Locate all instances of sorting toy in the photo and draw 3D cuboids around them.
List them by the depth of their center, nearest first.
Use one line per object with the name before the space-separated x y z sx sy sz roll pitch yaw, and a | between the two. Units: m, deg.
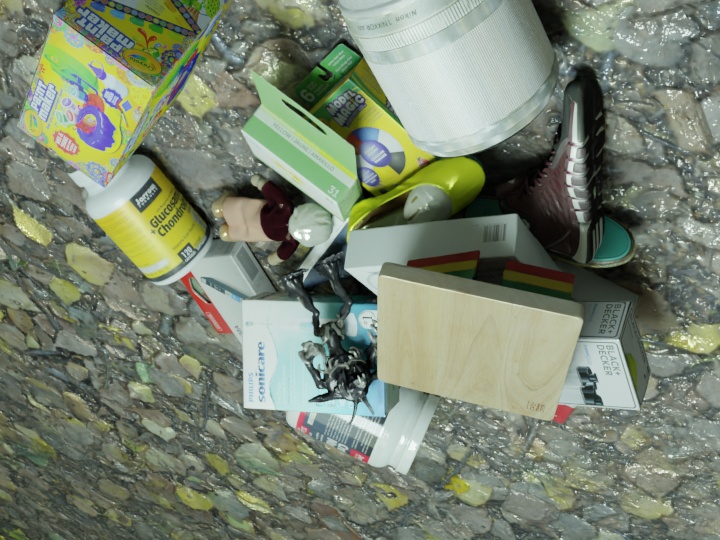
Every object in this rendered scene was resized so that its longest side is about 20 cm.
sorting toy | 0.120 0.057 1.027 0.197 0.070 0.201 12 145 9

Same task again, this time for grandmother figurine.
grandmother figurine | -0.111 -0.066 1.262 0.199 0.060 0.122 11 131 45

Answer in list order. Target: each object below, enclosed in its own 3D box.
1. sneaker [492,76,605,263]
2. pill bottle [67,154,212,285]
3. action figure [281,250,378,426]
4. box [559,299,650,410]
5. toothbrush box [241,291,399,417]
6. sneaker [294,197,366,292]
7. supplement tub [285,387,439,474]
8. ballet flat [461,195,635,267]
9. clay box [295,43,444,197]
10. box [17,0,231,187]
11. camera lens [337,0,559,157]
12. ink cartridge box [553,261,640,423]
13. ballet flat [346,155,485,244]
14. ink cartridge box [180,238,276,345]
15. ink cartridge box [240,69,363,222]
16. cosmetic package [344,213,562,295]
sneaker | 0.190 -0.103 1.030 0.114 0.076 0.202 10 122 28
pill bottle | -0.302 -0.085 1.354 0.111 0.113 0.200 -12 127 41
action figure | -0.026 0.086 1.201 0.202 0.118 0.102 68 164 4
box | 0.218 0.093 1.131 0.198 0.060 0.117 1 133 31
toothbrush box | -0.052 0.108 1.312 0.198 0.085 0.148 0 96 15
sneaker | 0.000 0.001 1.288 0.146 0.077 0.203 35 141 -4
supplement tub | 0.002 0.202 1.464 0.198 0.141 0.141 25 143 6
ballet flat | 0.213 -0.040 1.125 0.198 0.071 0.071 13 140 19
clay box | 0.017 -0.153 1.126 0.199 0.048 0.115 39 141 -14
box | -0.256 -0.236 1.087 0.122 0.194 0.200 35 143 -9
camera lens | 0.082 -0.220 0.916 0.159 0.161 0.201 -6 130 37
ink cartridge box | 0.233 0.082 1.226 0.143 0.084 0.201 27 143 4
ballet flat | 0.056 -0.065 1.108 0.199 0.067 0.067 -21 121 44
ink cartridge box | -0.205 0.041 1.492 0.175 0.045 0.201 -3 132 33
ink cartridge box | -0.068 -0.133 1.113 0.145 0.048 0.200 37 175 8
cosmetic package | 0.104 0.000 1.091 0.198 0.052 0.151 -5 157 30
